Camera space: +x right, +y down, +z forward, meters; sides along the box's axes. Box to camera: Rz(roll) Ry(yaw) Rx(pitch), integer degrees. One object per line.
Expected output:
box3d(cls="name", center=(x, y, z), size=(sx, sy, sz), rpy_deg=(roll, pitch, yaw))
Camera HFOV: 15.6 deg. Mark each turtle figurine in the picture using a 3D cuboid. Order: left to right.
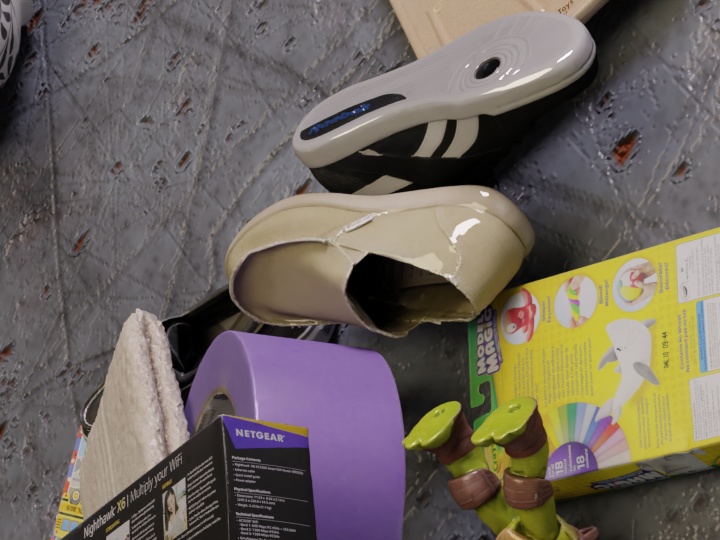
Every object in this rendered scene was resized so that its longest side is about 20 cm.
box3d(cls="turtle figurine", center=(0.095, 0.144, 1.357), size=(0.200, 0.064, 0.162), rpy_deg=(5, 123, 57))

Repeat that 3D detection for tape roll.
box3d(cls="tape roll", center=(-0.045, 0.137, 1.448), size=(0.200, 0.085, 0.201), rpy_deg=(-173, 90, -75))

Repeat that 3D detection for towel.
box3d(cls="towel", center=(-0.127, 0.130, 1.521), size=(0.200, 0.034, 0.133), rpy_deg=(-106, 31, -52))

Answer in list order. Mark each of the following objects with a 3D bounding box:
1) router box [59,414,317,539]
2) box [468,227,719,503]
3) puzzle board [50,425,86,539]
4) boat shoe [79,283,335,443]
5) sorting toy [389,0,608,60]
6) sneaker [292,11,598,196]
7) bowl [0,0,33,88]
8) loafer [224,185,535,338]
box3d(cls="router box", center=(-0.090, 0.182, 1.318), size=(0.200, 0.052, 0.158), rpy_deg=(-38, 50, 50))
box3d(cls="box", center=(0.141, 0.054, 1.387), size=(0.200, 0.048, 0.118), rpy_deg=(-16, 66, 38))
box3d(cls="puzzle board", center=(-0.125, 0.162, 1.626), size=(0.200, 0.017, 0.151), rpy_deg=(6, 80, 44))
box3d(cls="boat shoe", center=(-0.105, 0.052, 1.606), size=(0.200, 0.057, 0.069), rpy_deg=(-30, 44, 29))
box3d(cls="sorting toy", center=(0.093, -0.197, 1.534), size=(0.185, 0.036, 0.200), rpy_deg=(-43, 46, 25))
box3d(cls="sneaker", center=(0.069, -0.069, 1.460), size=(0.200, 0.112, 0.073), rpy_deg=(-16, 35, 38))
box3d(cls="bowl", center=(-0.289, -0.197, 1.832), size=(0.201, 0.094, 0.201), rpy_deg=(51, 156, 33))
box3d(cls="loafer", center=(0.000, 0.000, 1.459), size=(0.200, 0.076, 0.068), rpy_deg=(-12, 38, 36))
